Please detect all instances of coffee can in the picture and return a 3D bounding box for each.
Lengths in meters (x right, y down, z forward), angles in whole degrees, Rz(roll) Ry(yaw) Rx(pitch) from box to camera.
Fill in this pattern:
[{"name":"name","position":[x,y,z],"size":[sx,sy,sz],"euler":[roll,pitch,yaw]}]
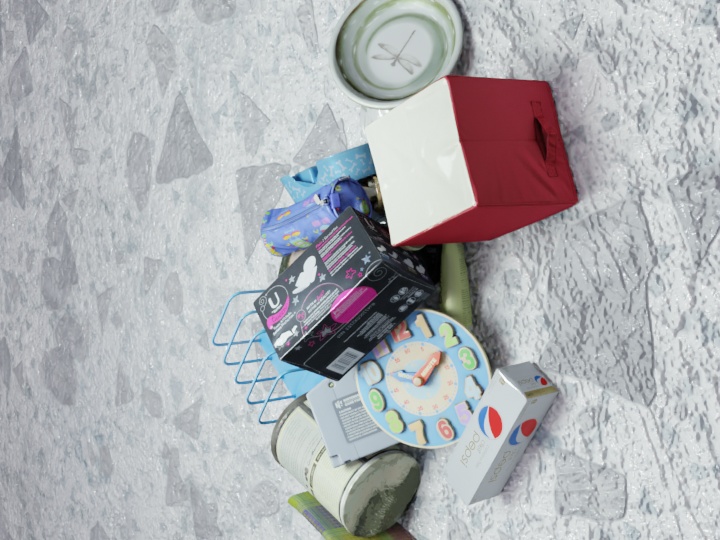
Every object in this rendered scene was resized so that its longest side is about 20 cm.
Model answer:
[{"name":"coffee can","position":[-0.026,0.294,1.664],"size":[0.200,0.146,0.147],"euler":[34,120,45]}]

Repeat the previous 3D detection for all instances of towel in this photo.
[{"name":"towel","position":[-0.007,0.395,1.652],"size":[0.200,0.143,0.023],"euler":[34,116,46]}]

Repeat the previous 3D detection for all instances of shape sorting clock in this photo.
[{"name":"shape sorting clock","position":[0.085,0.150,1.490],"size":[0.199,0.039,0.201],"euler":[3,98,24]}]

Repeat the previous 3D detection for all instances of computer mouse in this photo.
[{"name":"computer mouse","position":[0.104,-0.075,1.560],"size":[0.058,0.034,0.201],"euler":[6,92,42]}]

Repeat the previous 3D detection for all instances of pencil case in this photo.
[{"name":"pencil case","position":[-0.072,-0.079,1.623],"size":[0.200,0.087,0.078],"euler":[-19,68,46]}]

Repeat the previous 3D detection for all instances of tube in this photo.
[{"name":"tube","position":[0.131,0.028,1.509],"size":[0.058,0.052,0.201],"euler":[10,104,63]}]

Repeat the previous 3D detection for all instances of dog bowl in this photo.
[{"name":"dog bowl","position":[-0.042,-0.150,1.677],"size":[0.200,0.111,0.050],"euler":[-15,95,51]}]

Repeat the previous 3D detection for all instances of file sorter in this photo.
[{"name":"file sorter","position":[-0.149,0.144,1.828],"size":[0.200,0.122,0.139],"euler":[53,132,34]}]

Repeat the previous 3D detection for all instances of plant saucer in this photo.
[{"name":"plant saucer","position":[0.054,-0.313,1.534],"size":[0.199,0.050,0.201],"euler":[-6,72,18]}]

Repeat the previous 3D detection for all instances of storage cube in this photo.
[{"name":"storage cube","position":[0.140,-0.138,1.382],"size":[0.200,0.179,0.172],"euler":[-25,74,51]}]

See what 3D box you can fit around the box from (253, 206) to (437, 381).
[{"name":"box","position":[-0.022,0.034,1.460],"size":[0.200,0.132,0.115],"euler":[-44,50,18]}]

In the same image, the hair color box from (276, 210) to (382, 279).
[{"name":"hair color box","position":[-0.042,-0.023,1.674],"size":[0.200,0.061,0.099],"euler":[-15,55,48]}]

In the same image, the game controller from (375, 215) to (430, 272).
[{"name":"game controller","position":[0.000,0.000,1.554],"size":[0.200,0.042,0.105],"euler":[-29,88,18]}]

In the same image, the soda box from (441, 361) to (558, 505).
[{"name":"soda box","position":[0.185,0.220,1.447],"size":[0.064,0.068,0.201],"euler":[46,128,35]}]

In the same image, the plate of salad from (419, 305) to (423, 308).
[{"name":"plate of salad","position":[0.032,0.087,1.649],"size":[0.200,0.048,0.201],"euler":[3,95,43]}]

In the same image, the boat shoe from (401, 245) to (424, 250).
[{"name":"boat shoe","position":[0.072,-0.103,1.497],"size":[0.076,0.072,0.201],"euler":[-30,35,45]}]

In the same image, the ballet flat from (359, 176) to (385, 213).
[{"name":"ballet flat","position":[-0.008,-0.107,1.667],"size":[0.200,0.065,0.071],"euler":[-25,71,50]}]

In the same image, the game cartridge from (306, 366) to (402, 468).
[{"name":"game cartridge","position":[0.030,0.187,1.555],"size":[0.042,0.199,0.134],"euler":[67,-178,-80]}]

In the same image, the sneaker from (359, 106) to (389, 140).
[{"name":"sneaker","position":[0.036,-0.284,1.598],"size":[0.099,0.078,0.201],"euler":[-29,77,40]}]
